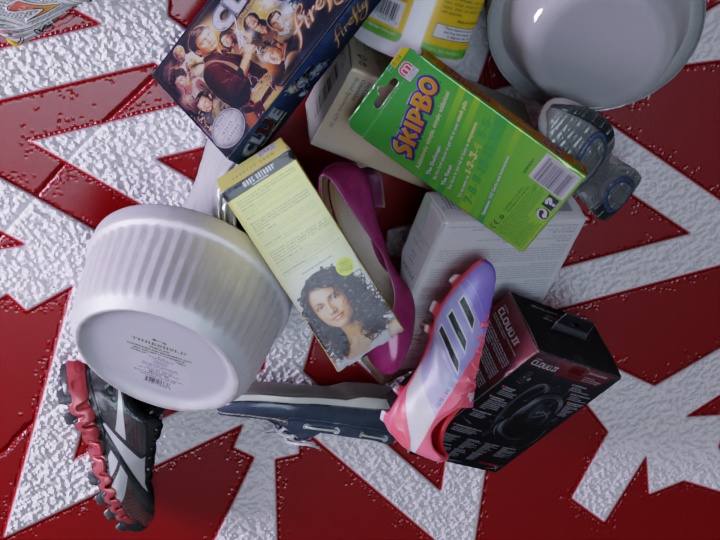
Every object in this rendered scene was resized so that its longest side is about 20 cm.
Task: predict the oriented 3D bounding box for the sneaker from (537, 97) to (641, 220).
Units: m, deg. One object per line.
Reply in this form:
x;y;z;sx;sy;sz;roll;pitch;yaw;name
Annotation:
0.198;-0.113;1.404;0.075;0.087;0.200;-46;151;1;sneaker

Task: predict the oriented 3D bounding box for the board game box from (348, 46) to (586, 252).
0.094;-0.110;1.319;0.199;0.030;0.096;34;116;-10;board game box

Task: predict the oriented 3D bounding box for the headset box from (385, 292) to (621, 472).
0.149;0.110;1.475;0.148;0.077;0.200;18;129;-45;headset box

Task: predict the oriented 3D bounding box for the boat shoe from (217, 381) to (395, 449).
-0.054;0.147;1.508;0.199;0.075;0.062;3;101;-23;boat shoe

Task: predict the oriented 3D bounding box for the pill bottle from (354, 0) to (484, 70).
0.071;-0.291;1.325;0.110;0.111;0.201;14;109;-18;pill bottle

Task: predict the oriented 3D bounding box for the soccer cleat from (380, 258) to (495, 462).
0.089;0.085;1.389;0.076;0.067;0.201;33;109;20;soccer cleat

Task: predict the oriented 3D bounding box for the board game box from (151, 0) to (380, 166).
-0.084;-0.209;1.315;0.200;0.136;0.035;-51;147;11;board game box

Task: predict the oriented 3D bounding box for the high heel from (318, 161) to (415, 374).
0.000;0.000;1.363;0.067;0.096;0.201;-2;94;27;high heel

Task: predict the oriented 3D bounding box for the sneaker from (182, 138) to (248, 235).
-0.131;-0.035;1.388;0.073;0.116;0.201;8;112;-18;sneaker

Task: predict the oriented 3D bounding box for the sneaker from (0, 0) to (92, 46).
-0.283;-0.243;1.293;0.199;0.078;0.083;-5;118;0;sneaker

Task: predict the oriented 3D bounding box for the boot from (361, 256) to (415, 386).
0.039;0.006;1.465;0.155;0.077;0.200;-35;113;1;boot

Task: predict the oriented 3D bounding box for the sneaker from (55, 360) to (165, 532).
-0.230;0.172;1.477;0.097;0.071;0.201;-16;114;-3;sneaker

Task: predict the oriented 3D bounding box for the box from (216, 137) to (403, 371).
-0.043;-0.013;1.308;0.075;0.050;0.200;-33;109;1;box

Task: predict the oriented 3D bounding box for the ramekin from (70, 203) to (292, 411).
-0.170;0.043;1.361;0.199;0.105;0.201;11;144;8;ramekin

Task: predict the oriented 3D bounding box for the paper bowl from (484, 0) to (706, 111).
0.214;-0.231;1.351;0.199;0.105;0.201;1;132;1;paper bowl

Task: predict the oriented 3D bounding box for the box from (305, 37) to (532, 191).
0.057;-0.139;1.396;0.199;0.078;0.095;19;122;-19;box

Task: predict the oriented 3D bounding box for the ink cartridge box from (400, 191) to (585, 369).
0.110;0.010;1.444;0.160;0.050;0.201;-2;137;-27;ink cartridge box
